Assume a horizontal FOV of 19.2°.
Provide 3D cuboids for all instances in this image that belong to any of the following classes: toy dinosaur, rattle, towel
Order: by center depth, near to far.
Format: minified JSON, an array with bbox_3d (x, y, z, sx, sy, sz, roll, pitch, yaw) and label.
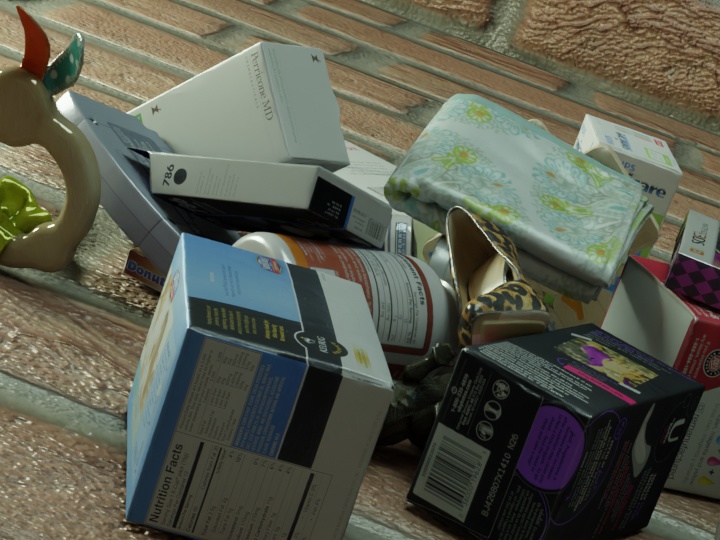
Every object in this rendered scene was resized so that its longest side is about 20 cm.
[{"bbox_3d":[0.009,0.096,1.497,0.199,0.102,0.077,-2,62,-28],"label":"toy dinosaur"},{"bbox_3d":[-0.240,-0.107,1.631,0.130,0.201,0.143,11,13,25],"label":"rattle"},{"bbox_3d":[0.134,-0.062,1.744,0.199,0.048,0.171,27,32,6],"label":"towel"}]

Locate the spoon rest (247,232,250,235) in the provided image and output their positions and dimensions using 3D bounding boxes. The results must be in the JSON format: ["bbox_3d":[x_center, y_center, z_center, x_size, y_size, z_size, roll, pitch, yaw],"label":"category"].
[{"bbox_3d":[-0.043,-0.007,1.799,0.060,0.100,0.200,-9,-14,30],"label":"spoon rest"}]

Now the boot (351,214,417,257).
[{"bbox_3d":[0.000,0.000,1.748,0.090,0.073,0.200,1,-20,4],"label":"boot"}]

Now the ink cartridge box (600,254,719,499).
[{"bbox_3d":[0.302,0.097,1.719,0.199,0.146,0.145,13,16,-21],"label":"ink cartridge box"}]

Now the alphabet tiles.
[{"bbox_3d":[0.156,-0.026,1.853,0.196,0.200,0.015,57,26,-8],"label":"alphabet tiles"}]

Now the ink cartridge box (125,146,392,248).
[{"bbox_3d":[-0.083,-0.056,1.623,0.199,0.039,0.099,9,-11,39],"label":"ink cartridge box"}]

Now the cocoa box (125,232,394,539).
[{"bbox_3d":[-0.069,0.078,1.328,0.131,0.134,0.200,16,15,-11],"label":"cocoa box"}]

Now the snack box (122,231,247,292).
[{"bbox_3d":[-0.120,-0.004,1.776,0.072,0.024,0.200,27,16,18],"label":"snack box"}]

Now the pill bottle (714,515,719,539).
[{"bbox_3d":[0.326,0.179,1.515,0.113,0.114,0.200,26,16,23],"label":"pill bottle"}]

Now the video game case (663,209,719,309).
[{"bbox_3d":[0.345,0.017,1.702,0.199,0.036,0.181,22,16,7],"label":"video game case"}]

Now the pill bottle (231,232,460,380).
[{"bbox_3d":[-0.006,0.038,1.598,0.199,0.113,0.112,9,18,-36],"label":"pill bottle"}]

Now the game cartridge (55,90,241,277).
[{"bbox_3d":[-0.164,-0.058,1.681,0.200,0.040,0.133,50,12,28],"label":"game cartridge"}]

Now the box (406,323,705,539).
[{"bbox_3d":[0.138,0.118,1.474,0.106,0.123,0.200,29,17,27],"label":"box"}]

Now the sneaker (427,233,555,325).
[{"bbox_3d":[0.110,0.032,1.761,0.115,0.074,0.200,25,-8,13],"label":"sneaker"}]

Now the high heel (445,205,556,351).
[{"bbox_3d":[0.080,0.003,1.541,0.143,0.071,0.200,56,12,17],"label":"high heel"}]

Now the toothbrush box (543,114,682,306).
[{"bbox_3d":[0.213,-0.026,1.944,0.086,0.201,0.146,18,14,-3],"label":"toothbrush box"}]

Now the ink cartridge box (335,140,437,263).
[{"bbox_3d":[0.002,-0.054,1.999,0.200,0.085,0.145,31,18,32],"label":"ink cartridge box"}]

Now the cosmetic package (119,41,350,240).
[{"bbox_3d":[-0.116,-0.105,1.783,0.200,0.108,0.085,-25,-16,36],"label":"cosmetic package"}]
